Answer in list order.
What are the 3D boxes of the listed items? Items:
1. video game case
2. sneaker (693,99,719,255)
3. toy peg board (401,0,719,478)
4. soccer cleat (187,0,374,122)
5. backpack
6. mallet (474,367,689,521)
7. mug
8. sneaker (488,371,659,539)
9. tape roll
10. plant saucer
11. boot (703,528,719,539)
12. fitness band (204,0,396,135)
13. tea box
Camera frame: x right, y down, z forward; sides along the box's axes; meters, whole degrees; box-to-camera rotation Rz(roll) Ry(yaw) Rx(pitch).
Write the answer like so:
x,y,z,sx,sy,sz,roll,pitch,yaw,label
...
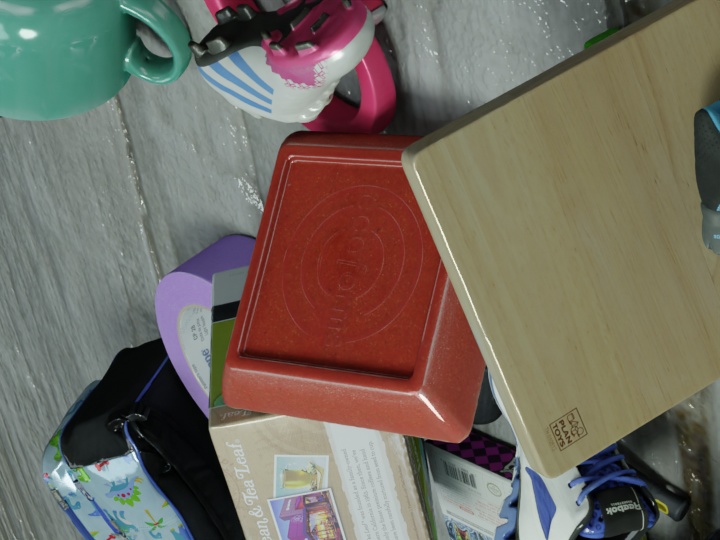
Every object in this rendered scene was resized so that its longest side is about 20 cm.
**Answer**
x,y,z,sx,sy,sz,roll,pitch,yaw,label
0.145,0.223,1.404,0.200,0.036,0.182,19,135,47,video game case
0.248,-0.052,0.909,0.200,0.073,0.082,-3,107,42,sneaker
0.129,-0.027,1.021,0.200,0.199,0.098,66,165,-19,toy peg board
-0.036,-0.136,1.206,0.086,0.070,0.200,48,161,-25,soccer cleat
-0.183,0.183,1.695,0.147,0.183,0.200,-19,115,28,backpack
0.144,0.123,1.305,0.200,0.041,0.066,38,146,21,mallet
-0.235,-0.211,1.424,0.115,0.184,0.152,98,154,-48,mug
0.145,0.123,1.193,0.115,0.080,0.200,6,98,61,sneaker
-0.087,0.072,1.563,0.200,0.066,0.200,36,146,29,tape roll
0.000,0.000,1.199,0.200,0.200,0.037,6,166,35,plant saucer
0.189,0.218,1.189,0.200,0.065,0.165,112,149,-55,boot
-0.045,-0.177,1.273,0.200,0.037,0.144,51,154,9,fitness band
-0.026,0.120,1.361,0.197,0.133,0.200,-94,-9,-55,tea box
